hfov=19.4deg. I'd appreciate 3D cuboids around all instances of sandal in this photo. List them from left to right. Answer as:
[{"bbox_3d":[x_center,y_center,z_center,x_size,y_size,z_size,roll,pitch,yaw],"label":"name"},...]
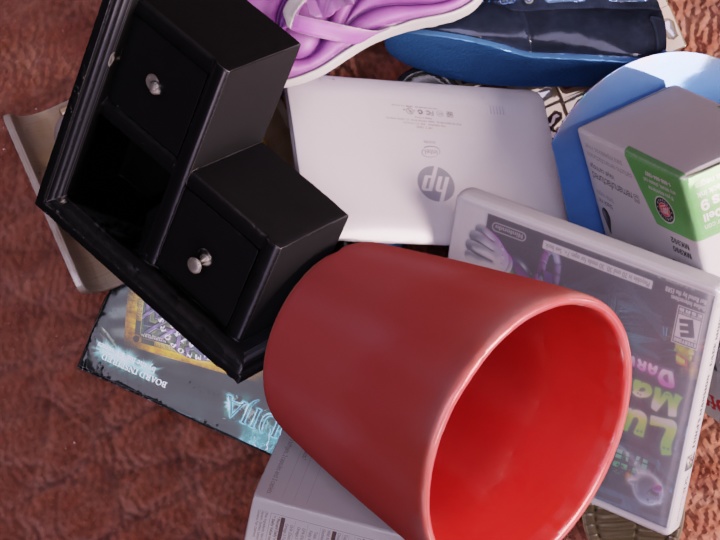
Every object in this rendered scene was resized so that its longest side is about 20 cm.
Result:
[{"bbox_3d":[-0.009,-0.187,1.425,0.202,0.050,0.083,-22,79,-11],"label":"sandal"}]

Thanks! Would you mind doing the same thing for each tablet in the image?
[{"bbox_3d":[0.047,-0.076,1.468,0.199,0.014,0.131,2,62,-21],"label":"tablet"}]

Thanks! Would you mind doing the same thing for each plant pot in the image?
[{"bbox_3d":[0.046,0.076,1.354,0.177,0.200,0.201,26,92,38],"label":"plant pot"}]

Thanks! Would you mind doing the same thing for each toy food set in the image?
[{"bbox_3d":[-0.139,-0.088,1.518,0.199,0.060,0.144,-25,80,-5],"label":"toy food set"}]

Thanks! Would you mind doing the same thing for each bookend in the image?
[{"bbox_3d":[-0.091,-0.071,1.371,0.200,0.092,0.199,40,128,19],"label":"bookend"}]

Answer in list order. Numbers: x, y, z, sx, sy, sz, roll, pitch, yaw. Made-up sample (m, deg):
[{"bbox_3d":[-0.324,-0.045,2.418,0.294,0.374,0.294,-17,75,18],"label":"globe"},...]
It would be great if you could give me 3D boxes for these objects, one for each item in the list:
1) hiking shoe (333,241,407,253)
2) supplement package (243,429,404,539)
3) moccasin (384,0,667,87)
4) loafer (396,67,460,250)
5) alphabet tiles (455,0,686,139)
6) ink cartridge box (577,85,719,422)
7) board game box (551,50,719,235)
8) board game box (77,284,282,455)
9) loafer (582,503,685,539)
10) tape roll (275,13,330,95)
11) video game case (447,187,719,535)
[{"bbox_3d":[0.000,0.000,1.493,0.074,0.087,0.201,6,68,38],"label":"hiking shoe"},{"bbox_3d":[0.023,0.209,1.456,0.199,0.152,0.151,14,113,4],"label":"supplement package"},{"bbox_3d":[0.117,-0.171,1.498,0.199,0.081,0.069,6,72,-3],"label":"moccasin"},{"bbox_3d":[0.080,-0.057,1.514,0.068,0.070,0.201,-24,87,3],"label":"loafer"},{"bbox_3d":[0.137,-0.192,1.542,0.166,0.008,0.201,-23,87,4],"label":"alphabet tiles"},{"bbox_3d":[0.236,-0.006,1.424,0.084,0.146,0.201,-24,114,-15],"label":"ink cartridge box"},{"bbox_3d":[0.210,-0.062,1.502,0.157,0.039,0.201,-22,114,-15],"label":"board game box"},{"bbox_3d":[-0.092,0.051,1.547,0.199,0.028,0.136,25,90,4],"label":"board game box"},{"bbox_3d":[0.191,0.118,1.477,0.075,0.068,0.201,1,121,12],"label":"loafer"},{"bbox_3d":[-0.079,-0.229,1.494,0.199,0.085,0.201,2,76,-8],"label":"tape roll"},{"bbox_3d":[0.138,0.059,1.405,0.199,0.023,0.183,21,117,28],"label":"video game case"}]
